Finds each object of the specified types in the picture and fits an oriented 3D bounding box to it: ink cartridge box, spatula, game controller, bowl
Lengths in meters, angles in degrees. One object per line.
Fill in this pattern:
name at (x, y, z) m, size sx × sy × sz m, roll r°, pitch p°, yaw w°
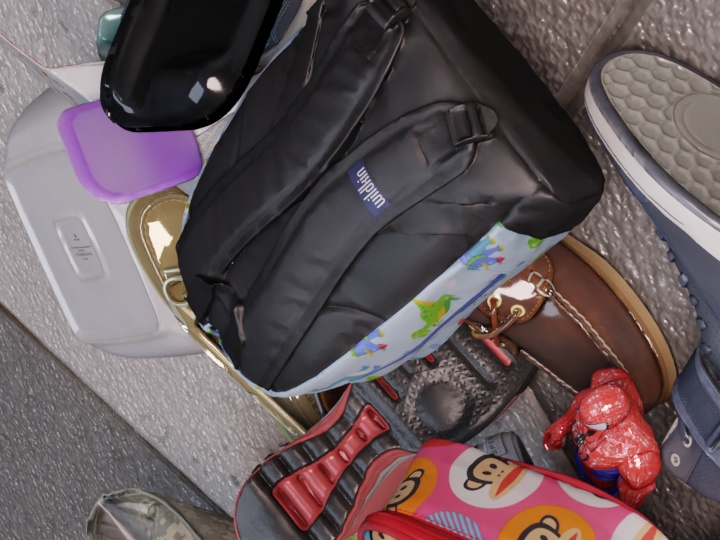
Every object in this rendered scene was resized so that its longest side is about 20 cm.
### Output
ink cartridge box at (-0.115, -0.089, 1.047) m, size 0.199 × 0.047 × 0.160 m, roll 38°, pitch 176°, yaw 9°
spatula at (-0.051, -0.089, 0.949) m, size 0.021 × 0.198 × 0.057 m, roll 70°, pitch 177°, yaw -75°
game controller at (-0.062, -0.158, 0.919) m, size 0.104 × 0.202 × 0.042 m, roll 7°, pitch 160°, yaw 41°
bowl at (-0.153, -0.029, 1.227) m, size 0.199 × 0.074 × 0.201 m, roll -6°, pitch 110°, yaw 56°

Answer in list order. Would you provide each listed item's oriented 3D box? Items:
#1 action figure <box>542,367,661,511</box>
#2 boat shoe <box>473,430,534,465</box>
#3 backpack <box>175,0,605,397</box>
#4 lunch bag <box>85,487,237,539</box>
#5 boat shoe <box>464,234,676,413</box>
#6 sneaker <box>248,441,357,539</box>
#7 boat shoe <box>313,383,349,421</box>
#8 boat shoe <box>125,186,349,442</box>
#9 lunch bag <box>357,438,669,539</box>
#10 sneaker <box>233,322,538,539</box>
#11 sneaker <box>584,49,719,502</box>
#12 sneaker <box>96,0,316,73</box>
action figure at (0.116, 0.098, 0.917) m, size 0.200 × 0.051 × 0.066 m, roll 83°, pitch 173°, yaw -64°
boat shoe at (0.094, 0.179, 1.032) m, size 0.201 × 0.066 × 0.074 m, roll 63°, pitch -169°, yaw -15°
backpack at (0.003, -0.028, 0.873) m, size 0.200 × 0.153 × 0.164 m, roll -45°, pitch 71°, yaw 21°
lunch bag at (-0.074, 0.224, 1.222) m, size 0.200 × 0.163 × 0.118 m, roll 39°, pitch 101°, yaw 41°
boat shoe at (0.070, 0.003, 0.957) m, size 0.200 × 0.070 × 0.071 m, roll 47°, pitch 144°, yaw 17°
sneaker at (0.006, 0.161, 1.163) m, size 0.199 × 0.077 × 0.086 m, roll 19°, pitch 135°, yaw 46°
boat shoe at (0.000, 0.000, 1.052) m, size 0.072 × 0.067 × 0.202 m, roll 30°, pitch 135°, yaw 39°
boat shoe at (-0.064, 0.030, 1.129) m, size 0.202 × 0.073 × 0.063 m, roll 56°, pitch 174°, yaw -7°
lunch bag at (0.099, 0.179, 0.890) m, size 0.175 × 0.082 × 0.201 m, roll 18°, pitch 143°, yaw 36°
sneaker at (0.017, 0.084, 1.043) m, size 0.200 × 0.087 × 0.074 m, roll -40°, pitch 79°, yaw 12°
sneaker at (0.152, 0.012, 0.847) m, size 0.203 × 0.077 × 0.147 m, roll 49°, pitch 144°, yaw 16°
sneaker at (-0.081, -0.140, 1.008) m, size 0.200 × 0.086 × 0.078 m, roll -34°, pitch 48°, yaw 56°
